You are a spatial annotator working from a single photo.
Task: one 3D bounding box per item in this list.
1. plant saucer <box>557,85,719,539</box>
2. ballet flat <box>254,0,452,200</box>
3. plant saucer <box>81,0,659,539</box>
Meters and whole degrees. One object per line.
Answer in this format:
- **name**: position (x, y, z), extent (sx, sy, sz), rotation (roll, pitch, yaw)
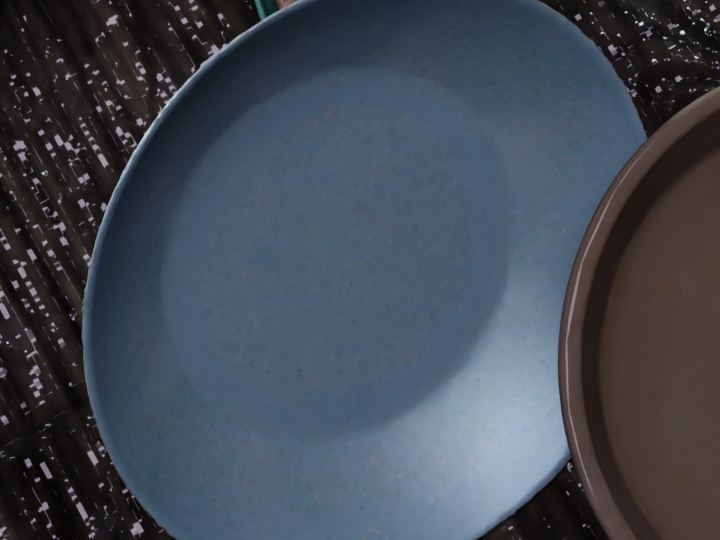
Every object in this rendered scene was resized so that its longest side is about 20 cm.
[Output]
- **plant saucer**: position (0.158, 0.032, 0.907), extent (0.200, 0.029, 0.201), rotation (1, 83, -8)
- **ballet flat**: position (-0.011, -0.109, 0.962), extent (0.067, 0.070, 0.200), rotation (-20, 73, -1)
- **plant saucer**: position (0.000, 0.000, 0.899), extent (0.201, 0.201, 0.039), rotation (-41, 32, -8)
